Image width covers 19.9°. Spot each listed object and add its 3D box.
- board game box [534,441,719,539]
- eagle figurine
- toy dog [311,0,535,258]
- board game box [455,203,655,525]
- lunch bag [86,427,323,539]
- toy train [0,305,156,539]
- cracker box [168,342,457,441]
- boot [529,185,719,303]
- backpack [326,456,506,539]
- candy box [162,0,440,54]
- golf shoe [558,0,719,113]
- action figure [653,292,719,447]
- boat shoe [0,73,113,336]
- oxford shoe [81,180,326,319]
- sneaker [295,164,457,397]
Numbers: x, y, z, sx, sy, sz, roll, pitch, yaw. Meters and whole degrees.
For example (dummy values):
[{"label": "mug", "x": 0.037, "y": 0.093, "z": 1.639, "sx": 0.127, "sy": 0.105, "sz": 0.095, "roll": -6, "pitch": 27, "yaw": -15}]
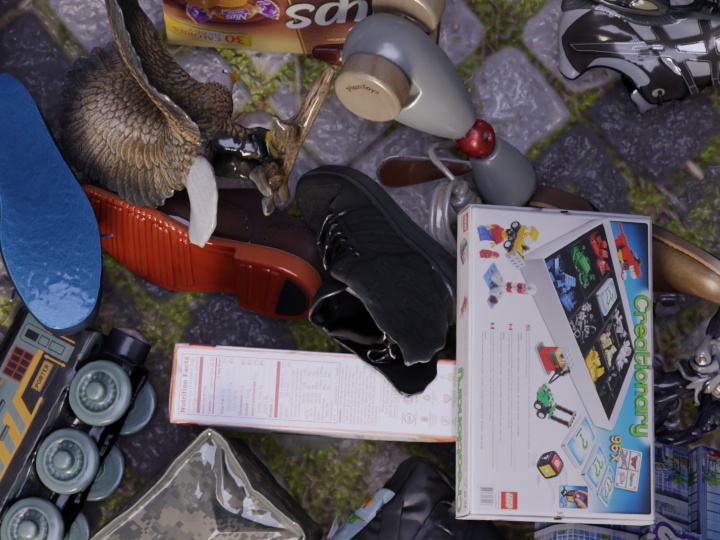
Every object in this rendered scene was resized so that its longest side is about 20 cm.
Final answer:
[{"label": "board game box", "x": 0.212, "y": 0.217, "z": 1.360, "sx": 0.199, "sy": 0.062, "sz": 0.201, "roll": 17, "pitch": 60, "yaw": -23}, {"label": "eagle figurine", "x": -0.131, "y": -0.116, "z": 1.419, "sx": 0.199, "sy": 0.151, "sz": 0.152, "roll": 28, "pitch": 93, "yaw": 4}, {"label": "toy dog", "x": 0.036, "y": -0.112, "z": 1.434, "sx": 0.132, "sy": 0.096, "sz": 0.201, "roll": -43, "pitch": 121, "yaw": -37}, {"label": "board game box", "x": 0.125, "y": 0.061, "z": 1.320, "sx": 0.125, "sy": 0.035, "sz": 0.201, "roll": 4, "pitch": 78, "yaw": -13}, {"label": "lunch bag", "x": -0.131, "y": 0.211, "z": 1.387, "sx": 0.200, "sy": 0.164, "sz": 0.118, "roll": -42, "pitch": 82, "yaw": -3}, {"label": "toy train", "x": -0.225, "y": 0.121, "z": 1.446, "sx": 0.113, "sy": 0.085, "sz": 0.201, "roll": 26, "pitch": 87, "yaw": 16}, {"label": "cracker box", "x": -0.026, "y": 0.086, "z": 1.414, "sx": 0.199, "sy": 0.134, "sz": 0.058, "roll": 4, "pitch": 85, "yaw": 2}, {"label": "boot", "x": 0.182, "y": 0.002, "z": 1.408, "sx": 0.074, "sy": 0.200, "sz": 0.076, "roll": 35, "pitch": 80, "yaw": -40}, {"label": "backpack", "x": 0.013, "y": 0.255, "z": 1.401, "sx": 0.163, "sy": 0.154, "sz": 0.200, "roll": 45, "pitch": 64, "yaw": -1}, {"label": "candy box", "x": -0.040, "y": -0.207, "z": 1.450, "sx": 0.199, "sy": 0.117, "sz": 0.057, "roll": 6, "pitch": 60, "yaw": 2}, {"label": "golf shoe", "x": 0.237, "y": -0.153, "z": 1.474, "sx": 0.199, "sy": 0.078, "sz": 0.095, "roll": 17, "pitch": 102, "yaw": 5}, {"label": "action figure", "x": 0.229, "y": 0.066, "z": 1.426, "sx": 0.199, "sy": 0.102, "sz": 0.119, "roll": -19, "pitch": 102, "yaw": 21}, {"label": "boat shoe", "x": -0.222, "y": -0.044, "z": 1.445, "sx": 0.084, "sy": 0.069, "sz": 0.201, "roll": -12, "pitch": 69, "yaw": -9}, {"label": "oxford shoe", "x": -0.111, "y": -0.028, "z": 1.473, "sx": 0.199, "sy": 0.071, "sz": 0.073, "roll": 21, "pitch": 51, "yaw": 10}, {"label": "sneaker", "x": -0.001, "y": 0.002, "z": 1.372, "sx": 0.104, "sy": 0.060, "sz": 0.200, "roll": -24, "pitch": 51, "yaw": -38}]
